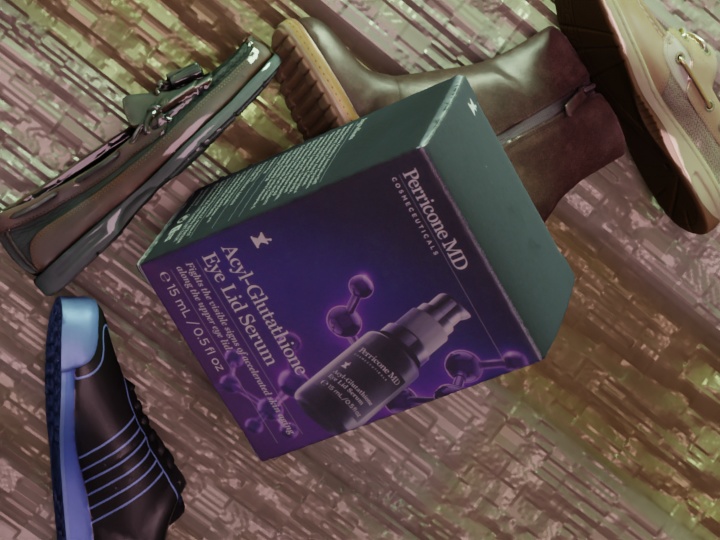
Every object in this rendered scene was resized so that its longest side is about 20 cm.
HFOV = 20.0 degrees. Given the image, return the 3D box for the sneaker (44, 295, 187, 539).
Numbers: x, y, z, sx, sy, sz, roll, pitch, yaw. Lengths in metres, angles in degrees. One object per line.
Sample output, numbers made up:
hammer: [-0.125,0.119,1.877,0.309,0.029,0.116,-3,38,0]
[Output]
sneaker: [-0.147,0.109,1.239,0.078,0.070,0.200,-6,105,-16]

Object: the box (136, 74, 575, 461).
box: [0.000,0.000,1.186,0.200,0.104,0.148,-23,109,27]

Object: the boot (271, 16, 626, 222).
boot: [0.055,-0.105,1.266,0.166,0.072,0.200,-39,101,-19]

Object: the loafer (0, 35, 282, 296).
loafer: [-0.135,-0.073,1.214,0.200,0.072,0.063,-45,96,-1]

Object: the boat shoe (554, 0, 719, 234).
boat shoe: [0.188,-0.120,1.282,0.065,0.072,0.200,-36,106,-15]
